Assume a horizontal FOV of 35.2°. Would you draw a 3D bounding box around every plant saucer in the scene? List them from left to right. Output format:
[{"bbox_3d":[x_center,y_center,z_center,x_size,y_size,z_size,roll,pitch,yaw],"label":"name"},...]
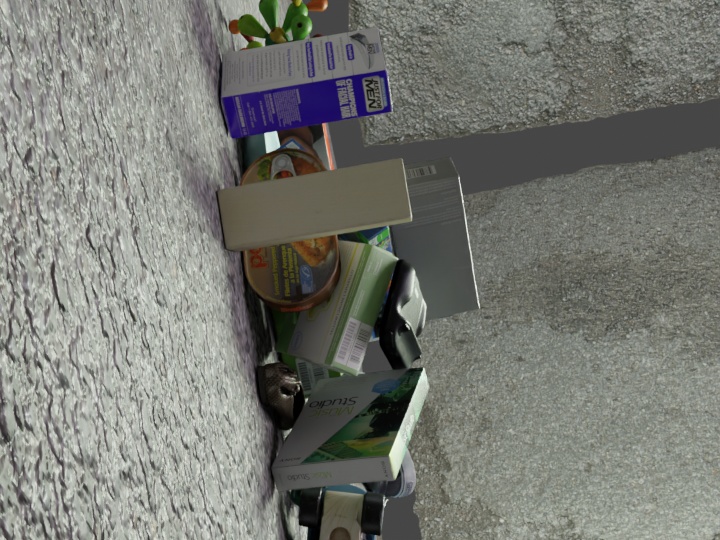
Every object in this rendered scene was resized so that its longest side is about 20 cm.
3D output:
[{"bbox_3d":[-0.125,-0.121,1.491,0.201,0.038,0.204,-9,90,-88],"label":"plant saucer"}]

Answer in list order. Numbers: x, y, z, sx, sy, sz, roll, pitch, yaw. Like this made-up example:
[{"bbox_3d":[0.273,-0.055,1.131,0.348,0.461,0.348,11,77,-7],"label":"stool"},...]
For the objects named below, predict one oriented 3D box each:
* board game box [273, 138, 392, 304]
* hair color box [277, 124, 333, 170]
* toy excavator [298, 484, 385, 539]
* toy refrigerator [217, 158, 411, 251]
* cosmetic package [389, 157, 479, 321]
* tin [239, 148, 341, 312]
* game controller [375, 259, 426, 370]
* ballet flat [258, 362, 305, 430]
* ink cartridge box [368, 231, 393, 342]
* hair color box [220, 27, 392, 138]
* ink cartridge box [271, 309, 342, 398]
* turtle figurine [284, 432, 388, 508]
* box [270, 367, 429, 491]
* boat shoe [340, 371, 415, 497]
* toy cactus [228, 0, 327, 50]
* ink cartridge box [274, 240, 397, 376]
[{"bbox_3d":[-0.031,-0.061,1.437,0.200,0.034,0.136,44,-21,34],"label":"board game box"},{"bbox_3d":[-0.097,-0.190,1.672,0.062,0.100,0.203,-97,176,-61],"label":"hair color box"},{"bbox_3d":[-0.024,0.359,1.353,0.200,0.098,0.198,83,12,-74],"label":"toy excavator"},{"bbox_3d":[-0.047,-0.072,1.213,0.076,0.197,0.071,11,69,-87],"label":"toy refrigerator"},{"bbox_3d":[0.095,-0.039,1.547,0.090,0.105,0.203,-101,-178,-65],"label":"cosmetic package"},{"bbox_3d":[-0.083,-0.047,1.316,0.042,0.110,0.203,79,3,-64],"label":"tin"},{"bbox_3d":[0.050,0.058,1.362,0.200,0.041,0.106,65,29,-72],"label":"game controller"},{"bbox_3d":[-0.084,0.146,1.341,0.200,0.046,0.068,74,8,-72],"label":"ballet flat"},{"bbox_3d":[0.000,0.000,1.525,0.039,0.098,0.202,74,4,-58],"label":"ink cartridge box"},{"bbox_3d":[-0.065,-0.226,1.363,0.110,0.197,0.065,-97,176,-51],"label":"hair color box"},{"bbox_3d":[-0.075,0.063,1.571,0.201,0.075,0.150,-102,-179,-66],"label":"ink cartridge box"},{"bbox_3d":[-0.035,0.261,1.468,0.151,0.100,0.200,63,13,20],"label":"turtle figurine"},{"bbox_3d":[-0.008,0.181,1.320,0.200,0.142,0.037,-62,139,-61],"label":"box"},{"bbox_3d":[0.000,0.202,1.415,0.201,0.067,0.072,62,-40,42],"label":"boat shoe"},{"bbox_3d":[-0.097,-0.274,1.478,0.199,0.101,0.168,-3,-78,55],"label":"toy cactus"},{"bbox_3d":[-0.048,0.037,1.357,0.199,0.048,0.148,9,-102,55],"label":"ink cartridge box"}]
